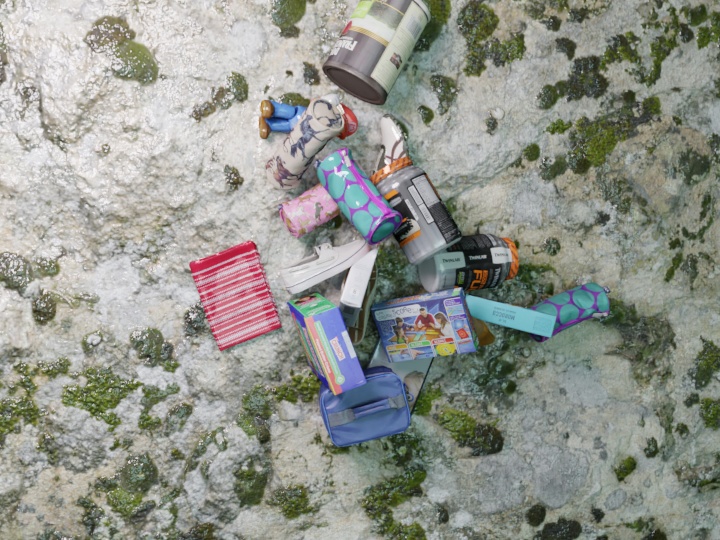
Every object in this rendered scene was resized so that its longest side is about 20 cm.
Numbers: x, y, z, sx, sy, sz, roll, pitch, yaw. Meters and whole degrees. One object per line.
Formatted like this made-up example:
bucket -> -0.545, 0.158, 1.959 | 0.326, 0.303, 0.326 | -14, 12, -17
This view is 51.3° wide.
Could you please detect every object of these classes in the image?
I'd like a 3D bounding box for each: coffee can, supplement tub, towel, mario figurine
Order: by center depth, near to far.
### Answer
mario figurine -> -0.101, -0.294, 1.511 | 0.199, 0.123, 0.106 | -1, 84, -13
coffee can -> 0.033, -0.460, 1.518 | 0.146, 0.146, 0.200 | 30, 86, -18
supplement tub -> 0.107, -0.122, 1.518 | 0.122, 0.123, 0.200 | -29, 86, -13
towel -> -0.256, 0.051, 1.549 | 0.144, 0.022, 0.200 | -20, 102, -14
supplement tub -> 0.236, -0.016, 1.646 | 0.200, 0.122, 0.123 | -7, 98, -16

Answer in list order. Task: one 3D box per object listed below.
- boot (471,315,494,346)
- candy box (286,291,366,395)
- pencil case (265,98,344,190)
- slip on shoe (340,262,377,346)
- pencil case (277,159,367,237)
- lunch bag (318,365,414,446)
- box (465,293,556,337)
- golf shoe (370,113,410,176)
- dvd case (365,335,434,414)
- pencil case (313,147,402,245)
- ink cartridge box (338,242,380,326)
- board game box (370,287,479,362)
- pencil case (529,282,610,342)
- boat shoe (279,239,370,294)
boot -> 0.188, 0.132, 1.668 | 0.144, 0.201, 0.071 | 44, 56, -55
candy box -> -0.073, 0.144, 1.524 | 0.077, 0.200, 0.169 | -22, 102, -14
pencil case -> -0.108, -0.247, 1.470 | 0.078, 0.200, 0.089 | 47, 39, 3
slip on shoe -> -0.007, 0.067, 1.614 | 0.076, 0.061, 0.201 | 7, 75, -3
pencil case -> -0.073, -0.150, 1.552 | 0.200, 0.083, 0.087 | -32, 95, -11
lunch bag -> 0.015, 0.287, 1.586 | 0.200, 0.132, 0.136 | -15, 94, -5
box -> 0.330, 0.099, 1.660 | 0.200, 0.082, 0.049 | 14, 91, 15
golf shoe -> 0.063, -0.231, 1.593 | 0.088, 0.077, 0.200 | -14, 100, -9
dvd case -> 0.082, 0.229, 1.679 | 0.142, 0.018, 0.200 | 22, 89, -18
pencil case -> -0.004, -0.147, 1.450 | 0.085, 0.092, 0.200 | -22, 63, -31
ink cartridge box -> 0.000, 0.000, 1.517 | 0.047, 0.160, 0.200 | 16, 71, 0
board game box -> 0.135, 0.118, 1.578 | 0.200, 0.034, 0.136 | -10, 110, 24
pencil case -> 0.484, 0.097, 1.747 | 0.200, 0.092, 0.085 | -20, 139, -13
boat shoe -> -0.076, -0.024, 1.576 | 0.200, 0.072, 0.066 | -27, 107, -6
